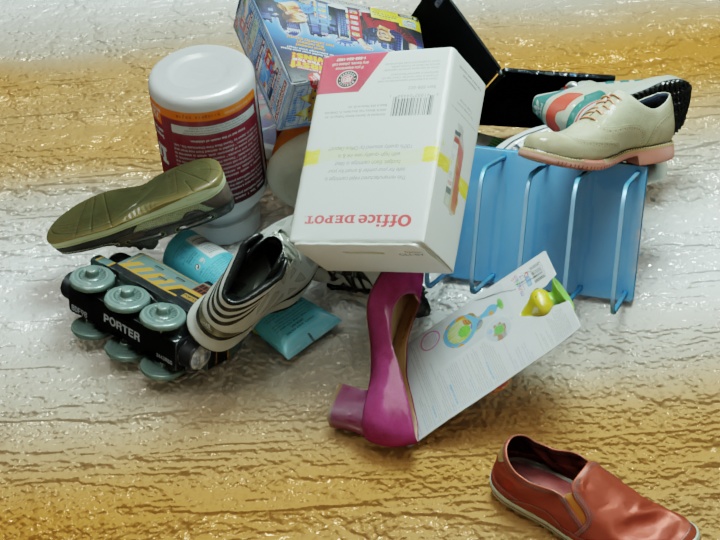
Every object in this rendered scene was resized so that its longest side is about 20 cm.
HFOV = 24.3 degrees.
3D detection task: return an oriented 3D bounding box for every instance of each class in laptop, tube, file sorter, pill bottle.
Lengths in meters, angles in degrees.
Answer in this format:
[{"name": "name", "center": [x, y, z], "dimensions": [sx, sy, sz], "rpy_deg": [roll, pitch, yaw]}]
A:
[{"name": "laptop", "center": [0.157, -0.234, 1.853], "dimensions": [0.199, 0.177, 0.104], "rpy_deg": [2, 77, -12]}, {"name": "tube", "center": [-0.118, 0.023, 1.722], "dimensions": [0.200, 0.050, 0.077], "rpy_deg": [32, 55, 30]}, {"name": "file sorter", "center": [0.171, -0.041, 1.660], "dimensions": [0.199, 0.139, 0.123], "rpy_deg": [8, 12, 16]}, {"name": "pill bottle", "center": [-0.158, -0.130, 1.786], "dimensions": [0.113, 0.200, 0.113], "rpy_deg": [-3, 39, 3]}]

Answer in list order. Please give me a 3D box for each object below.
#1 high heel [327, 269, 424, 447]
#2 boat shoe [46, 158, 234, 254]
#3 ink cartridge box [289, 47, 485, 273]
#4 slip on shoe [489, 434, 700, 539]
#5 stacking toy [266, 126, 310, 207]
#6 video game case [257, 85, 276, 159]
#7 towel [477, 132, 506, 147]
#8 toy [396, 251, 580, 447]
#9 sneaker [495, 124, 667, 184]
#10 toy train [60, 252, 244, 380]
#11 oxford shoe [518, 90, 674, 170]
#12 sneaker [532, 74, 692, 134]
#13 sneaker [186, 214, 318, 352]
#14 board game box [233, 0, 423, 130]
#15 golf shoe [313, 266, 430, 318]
[{"name": "high heel", "center": [0.047, 0.073, 1.590], "dimensions": [0.096, 0.067, 0.200], "rpy_deg": [11, 73, 31]}, {"name": "boat shoe", "center": [-0.225, -0.051, 1.733], "dimensions": [0.200, 0.066, 0.072], "rpy_deg": [-21, 36, 10]}, {"name": "ink cartridge box", "center": [0.026, -0.102, 1.596], "dimensions": [0.145, 0.083, 0.201], "rpy_deg": [1, 70, 28]}, {"name": "slip on shoe", "center": [0.201, 0.200, 1.457], "dimensions": [0.200, 0.061, 0.074], "rpy_deg": [23, 45, 28]}, {"name": "stacking toy", "center": [-0.042, -0.179, 1.838], "dimensions": [0.146, 0.146, 0.200], "rpy_deg": [-8, 59, -4]}, {"name": "video game case", "center": [-0.075, -0.199, 1.972], "dimensions": [0.200, 0.023, 0.182], "rpy_deg": [13, 52, 25]}, {"name": "towel", "center": [0.190, -0.093, 1.845], "dimensions": [0.200, 0.023, 0.153], "rpy_deg": [13, 42, 21]}, {"name": "toy", "center": [0.120, 0.081, 1.588], "dimensions": [0.200, 0.047, 0.115], "rpy_deg": [-39, 38, 16]}, {"name": "sneaker", "center": [0.234, -0.113, 1.788], "dimensions": [0.199, 0.079, 0.079], "rpy_deg": [-13, 34, -16]}, {"name": "toy train", "center": [-0.209, 0.041, 1.685], "dimensions": [0.200, 0.085, 0.114], "rpy_deg": [25, 36, 34]}, {"name": "oxford shoe", "center": [0.232, -0.140, 1.643], "dimensions": [0.200, 0.074, 0.071], "rpy_deg": [-10, 20, -41]}, {"name": "sneaker", "center": [0.265, -0.178, 1.762], "dimensions": [0.199, 0.071, 0.093], "rpy_deg": [-17, 36, -40]}, {"name": "sneaker", "center": [-0.078, -0.008, 1.620], "dimensions": [0.076, 0.115, 0.201], "rpy_deg": [44, 50, -1]}, {"name": "board game box", "center": [-0.032, -0.213, 1.760], "dimensions": [0.199, 0.062, 0.200], "rpy_deg": [11, 36, -11]}, {"name": "golf shoe", "center": [0.000, 0.000, 1.726], "dimensions": [0.094, 0.078, 0.200], "rpy_deg": [-34, 43, -6]}]
